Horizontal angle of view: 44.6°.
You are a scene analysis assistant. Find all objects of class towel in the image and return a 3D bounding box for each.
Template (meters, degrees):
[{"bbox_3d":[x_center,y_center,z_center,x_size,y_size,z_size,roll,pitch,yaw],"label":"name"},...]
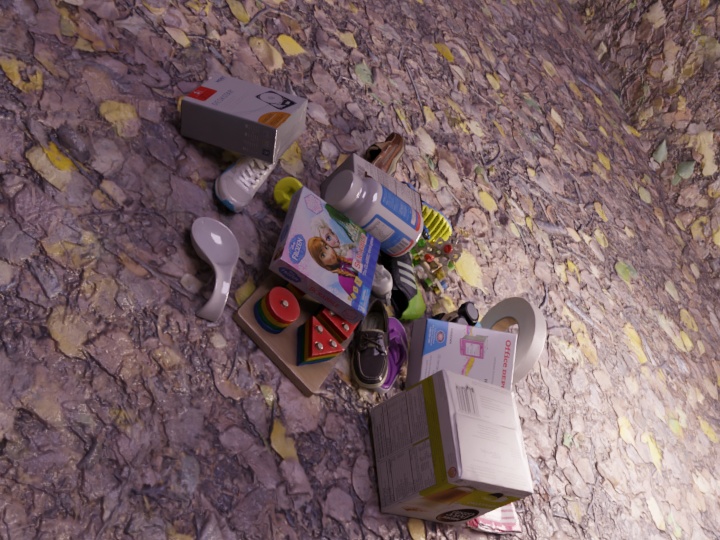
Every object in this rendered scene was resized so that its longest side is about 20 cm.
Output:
[{"bbox_3d":[0.247,0.419,1.738,0.146,0.030,0.201,19,47,-39],"label":"towel"}]

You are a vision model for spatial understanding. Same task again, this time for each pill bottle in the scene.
[{"bbox_3d":[0.026,-0.120,1.794,0.200,0.112,0.113,34,39,-34],"label":"pill bottle"}]

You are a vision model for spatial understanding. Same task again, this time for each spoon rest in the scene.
[{"bbox_3d":[-0.252,-0.012,1.523,0.099,0.061,0.201,23,46,-35],"label":"spoon rest"}]

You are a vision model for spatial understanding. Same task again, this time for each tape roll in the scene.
[{"bbox_3d":[0.314,0.155,1.889,0.037,0.203,0.204,28,42,-28],"label":"tape roll"}]

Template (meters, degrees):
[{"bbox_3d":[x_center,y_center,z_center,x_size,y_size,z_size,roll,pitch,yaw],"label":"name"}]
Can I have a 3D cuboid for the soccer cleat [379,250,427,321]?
[{"bbox_3d":[0.077,0.014,1.863,0.081,0.067,0.201,-3,64,-42],"label":"soccer cleat"}]

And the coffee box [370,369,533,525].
[{"bbox_3d":[0.159,0.324,1.576,0.199,0.197,0.201,22,48,-37],"label":"coffee box"}]

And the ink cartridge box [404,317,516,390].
[{"bbox_3d":[0.201,0.181,1.742,0.199,0.085,0.146,10,81,-17],"label":"ink cartridge box"}]

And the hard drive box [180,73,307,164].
[{"bbox_3d":[-0.224,-0.297,1.700,0.199,0.077,0.156,17,36,11],"label":"hard drive box"}]

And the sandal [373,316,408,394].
[{"bbox_3d":[0.065,0.164,1.733,0.082,0.050,0.203,40,37,-17],"label":"sandal"}]

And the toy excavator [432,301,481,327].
[{"bbox_3d":[0.219,0.196,1.852,0.201,0.100,0.195,56,36,-10],"label":"toy excavator"}]

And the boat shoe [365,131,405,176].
[{"bbox_3d":[0.052,-0.271,2.068,0.074,0.076,0.201,37,38,-16],"label":"boat shoe"}]

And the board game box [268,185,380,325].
[{"bbox_3d":[-0.061,-0.030,1.639,0.199,0.041,0.201,34,42,-22],"label":"board game box"}]

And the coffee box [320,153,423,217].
[{"bbox_3d":[0.026,-0.151,1.902,0.199,0.114,0.080,28,40,-31],"label":"coffee box"}]

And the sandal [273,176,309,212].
[{"bbox_3d":[-0.096,-0.102,1.763,0.201,0.079,0.087,59,7,-5],"label":"sandal"}]

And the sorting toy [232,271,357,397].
[{"bbox_3d":[-0.102,0.089,1.595,0.200,0.070,0.199,47,36,-8],"label":"sorting toy"}]

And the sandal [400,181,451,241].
[{"bbox_3d":[0.136,-0.142,2.039,0.200,0.079,0.087,40,28,-22],"label":"sandal"}]

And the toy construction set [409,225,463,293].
[{"bbox_3d":[0.156,-0.030,1.909,0.092,0.200,0.132,-29,77,-12],"label":"toy construction set"}]

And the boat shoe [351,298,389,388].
[{"bbox_3d":[0.020,0.135,1.676,0.071,0.066,0.201,4,40,2],"label":"boat shoe"}]

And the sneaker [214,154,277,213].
[{"bbox_3d":[-0.217,-0.189,1.694,0.076,0.081,0.201,42,38,-17],"label":"sneaker"}]

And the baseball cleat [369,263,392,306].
[{"bbox_3d":[0.000,0.000,1.795,0.069,0.107,0.200,-21,46,-16],"label":"baseball cleat"}]
